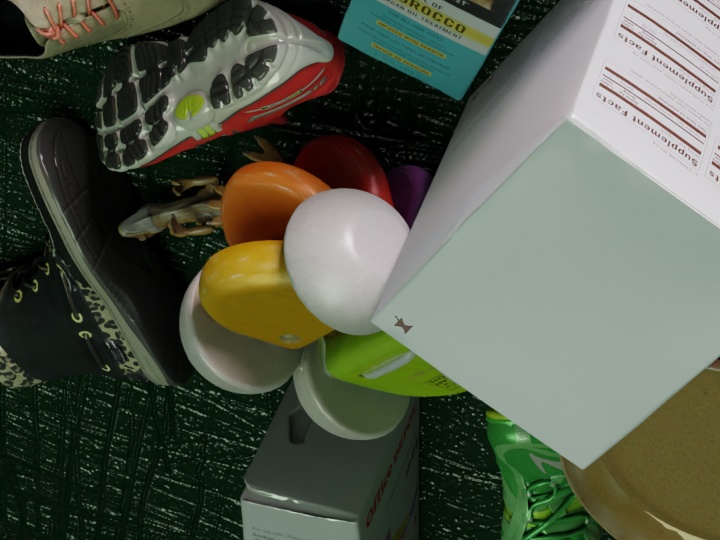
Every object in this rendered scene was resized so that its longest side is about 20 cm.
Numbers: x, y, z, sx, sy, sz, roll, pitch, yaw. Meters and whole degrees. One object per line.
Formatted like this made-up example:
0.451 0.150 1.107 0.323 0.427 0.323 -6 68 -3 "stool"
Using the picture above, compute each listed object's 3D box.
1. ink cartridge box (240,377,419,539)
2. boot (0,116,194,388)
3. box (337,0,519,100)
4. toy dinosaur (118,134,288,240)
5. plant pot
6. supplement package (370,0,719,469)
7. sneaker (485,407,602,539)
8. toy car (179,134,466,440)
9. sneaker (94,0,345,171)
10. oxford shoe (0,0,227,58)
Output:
-0.017 0.175 1.404 0.084 0.145 0.201 10 133 14 "ink cartridge box"
-0.210 -0.001 1.382 0.152 0.074 0.205 -7 125 31 "boot"
0.045 -0.157 1.087 0.082 0.049 0.200 27 164 -1 "box"
-0.053 -0.036 1.308 0.198 0.061 0.106 10 164 9 "toy dinosaur"
0.216 0.118 1.240 0.198 0.028 0.201 17 140 14 "plant pot"
0.136 -0.046 1.105 0.146 0.201 0.191 34 134 -9 "supplement package"
0.124 0.147 1.336 0.073 0.084 0.201 -1 147 17 "sneaker"
0.000 0.000 1.231 0.199 0.151 0.175 24 147 -29 "toy car"
-0.086 -0.101 1.242 0.084 0.078 0.199 8 165 -41 "sneaker"
-0.157 -0.153 1.219 0.198 0.075 0.071 -8 125 28 "oxford shoe"
